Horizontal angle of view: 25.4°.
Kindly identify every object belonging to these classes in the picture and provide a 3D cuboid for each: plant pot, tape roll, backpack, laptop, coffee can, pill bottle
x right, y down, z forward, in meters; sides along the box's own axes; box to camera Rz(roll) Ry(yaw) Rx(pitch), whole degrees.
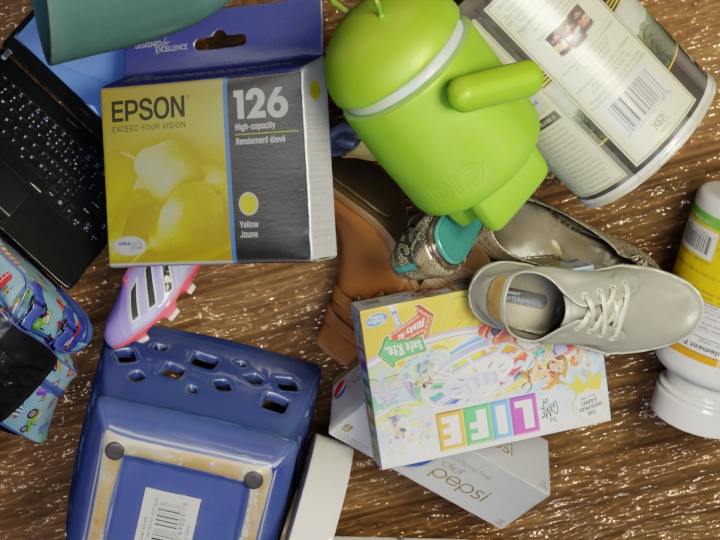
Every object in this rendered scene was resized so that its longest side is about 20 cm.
[{"bbox_3d":[-0.174,-0.266,1.217,0.160,0.201,0.202,-9,110,-13],"label":"plant pot"},{"bbox_3d":[-0.051,0.240,1.369,0.037,0.203,0.204,18,109,-2],"label":"tape roll"},{"bbox_3d":[-0.309,0.048,1.333,0.135,0.200,0.182,-46,60,-3],"label":"backpack"},{"bbox_3d":[-0.231,-0.123,1.310,0.177,0.200,0.103,43,144,-12],"label":"laptop"},{"bbox_3d":[0.160,-0.169,1.264,0.146,0.146,0.200,-43,103,14],"label":"coffee can"},{"bbox_3d":[-0.151,0.178,1.376,0.199,0.180,0.201,13,109,-4],"label":"plant pot"},{"bbox_3d":[0.312,0.035,1.351,0.110,0.111,0.201,12,109,-3],"label":"pill bottle"}]

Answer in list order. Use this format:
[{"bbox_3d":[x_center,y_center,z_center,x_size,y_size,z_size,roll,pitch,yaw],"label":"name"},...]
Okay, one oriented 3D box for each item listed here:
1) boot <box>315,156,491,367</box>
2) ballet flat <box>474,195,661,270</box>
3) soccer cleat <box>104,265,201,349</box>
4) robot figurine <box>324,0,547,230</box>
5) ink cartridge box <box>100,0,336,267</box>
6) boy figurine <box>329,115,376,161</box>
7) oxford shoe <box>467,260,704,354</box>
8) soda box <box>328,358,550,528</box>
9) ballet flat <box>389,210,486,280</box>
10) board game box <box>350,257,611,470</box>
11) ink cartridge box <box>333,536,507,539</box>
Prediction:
[{"bbox_3d":[0.000,0.000,1.375,0.199,0.077,0.156,33,123,-2],"label":"boot"},{"bbox_3d":[0.165,-0.023,1.348,0.199,0.046,0.068,25,80,3],"label":"ballet flat"},{"bbox_3d":[-0.159,-0.023,1.355,0.076,0.067,0.200,42,93,-16],"label":"soccer cleat"},{"bbox_3d":[0.053,-0.122,1.172,0.116,0.175,0.200,-47,115,-14],"label":"robot figurine"},{"bbox_3d":[-0.116,-0.105,1.254,0.197,0.047,0.202,-2,95,31],"label":"ink cartridge box"},{"bbox_3d":[0.015,-0.119,1.303,0.199,0.124,0.065,-10,95,-13],"label":"boy figurine"},{"bbox_3d":[0.184,0.031,1.269,0.199,0.058,0.076,6,97,-15],"label":"oxford shoe"},{"bbox_3d":[0.070,0.144,1.388,0.199,0.064,0.068,31,128,-24],"label":"soda box"},{"bbox_3d":[0.082,-0.057,1.300,0.075,0.200,0.068,-17,112,44],"label":"ballet flat"},{"bbox_3d":[0.100,0.075,1.305,0.199,0.034,0.135,-11,103,-11],"label":"board game box"},{"bbox_3d":[0.047,0.319,1.430,0.199,0.083,0.148,8,111,-30],"label":"ink cartridge box"}]
